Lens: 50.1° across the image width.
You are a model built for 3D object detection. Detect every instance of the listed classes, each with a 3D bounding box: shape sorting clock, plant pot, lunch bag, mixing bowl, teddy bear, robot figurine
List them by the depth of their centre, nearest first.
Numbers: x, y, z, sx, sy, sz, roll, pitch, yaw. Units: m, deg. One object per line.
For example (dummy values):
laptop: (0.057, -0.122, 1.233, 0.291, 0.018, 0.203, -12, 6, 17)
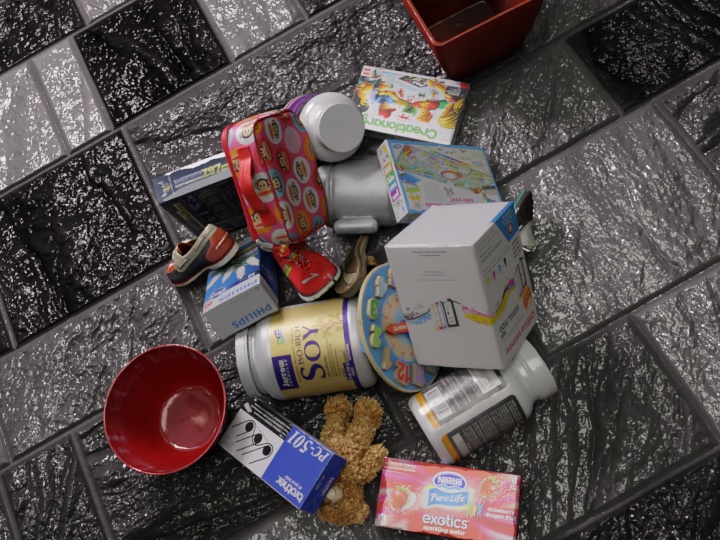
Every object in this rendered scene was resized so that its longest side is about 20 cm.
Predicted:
lunch bag: (-0.130, -0.136, 1.165, 0.082, 0.176, 0.200, -10, 104, 25)
shape sorting clock: (0.066, 0.085, 1.167, 0.039, 0.200, 0.200, -13, 65, 41)
teddy bear: (-0.026, 0.284, 1.175, 0.145, 0.067, 0.200, 21, 75, 20)
mixing bowl: (-0.291, 0.228, 1.226, 0.200, 0.108, 0.200, -4, 69, 11)
robot figurine: (-0.002, -0.129, 1.292, 0.200, 0.113, 0.170, -2, 50, 10)
plant pot: (0.183, -0.450, 1.334, 0.200, 0.176, 0.200, -26, 68, 1)

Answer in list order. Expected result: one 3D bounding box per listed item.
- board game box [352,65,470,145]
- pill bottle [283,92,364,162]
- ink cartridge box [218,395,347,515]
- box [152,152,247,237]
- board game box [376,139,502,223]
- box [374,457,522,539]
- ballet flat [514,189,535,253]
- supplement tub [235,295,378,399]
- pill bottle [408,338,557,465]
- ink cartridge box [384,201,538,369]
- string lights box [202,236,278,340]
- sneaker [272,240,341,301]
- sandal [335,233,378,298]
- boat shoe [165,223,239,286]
board game box: (0.082, -0.289, 1.373, 0.200, 0.035, 0.126, 13, 74, 16)
pill bottle: (-0.063, -0.241, 1.292, 0.112, 0.200, 0.113, -4, 102, -19)
ink cartridge box: (-0.122, 0.276, 1.174, 0.200, 0.044, 0.094, 26, 79, 39)
box: (-0.233, -0.123, 1.289, 0.158, 0.200, 0.051, -21, 71, 4)
board game box: (0.133, -0.141, 1.248, 0.200, 0.034, 0.135, -1, 64, -31)
box: (0.129, 0.334, 1.110, 0.200, 0.095, 0.100, 5, 72, 13)
ballet flat: (0.235, -0.033, 1.241, 0.068, 0.068, 0.200, 36, 91, 10)
supplement tub: (-0.080, 0.123, 1.201, 0.200, 0.145, 0.146, -10, 69, 8)
pill bottle: (0.181, 0.191, 1.141, 0.200, 0.116, 0.116, -31, 68, -1)
ink cartridge box: (0.153, 0.022, 1.123, 0.145, 0.200, 0.147, 0, 28, 36)
string lights box: (-0.190, 0.021, 1.240, 0.103, 0.059, 0.200, -28, 25, 6)
sneaker: (-0.103, -0.015, 1.242, 0.077, 0.085, 0.200, -46, 33, -8)
sandal: (0.000, 0.000, 1.227, 0.054, 0.200, 0.080, 33, 107, -11)
boat shoe: (-0.277, -0.027, 1.285, 0.200, 0.063, 0.071, -20, 36, 49)
